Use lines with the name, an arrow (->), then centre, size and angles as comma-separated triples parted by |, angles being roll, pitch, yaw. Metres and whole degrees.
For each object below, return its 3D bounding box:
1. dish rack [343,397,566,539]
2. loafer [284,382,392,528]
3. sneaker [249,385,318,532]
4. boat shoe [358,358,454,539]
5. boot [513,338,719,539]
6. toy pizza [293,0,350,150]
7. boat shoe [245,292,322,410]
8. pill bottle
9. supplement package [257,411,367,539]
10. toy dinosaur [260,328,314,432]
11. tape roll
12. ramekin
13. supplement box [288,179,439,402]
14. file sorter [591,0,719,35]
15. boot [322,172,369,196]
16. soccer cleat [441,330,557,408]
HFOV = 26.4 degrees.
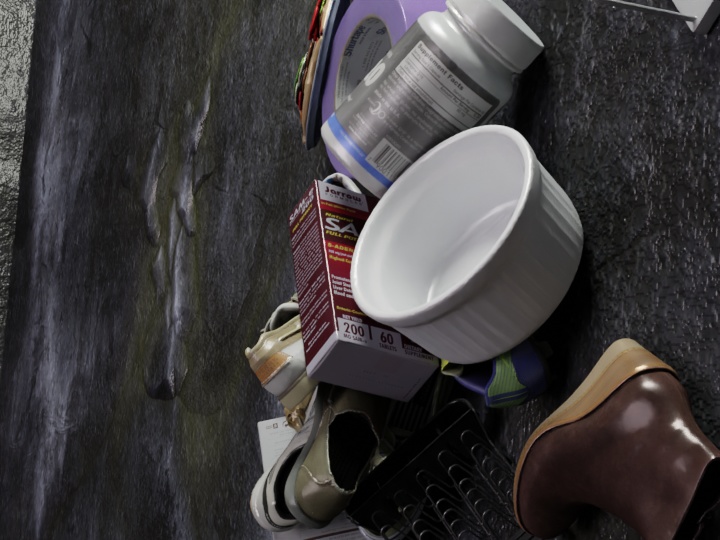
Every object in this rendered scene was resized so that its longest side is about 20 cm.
dish rack -> 0.084, 0.219, 1.339 | 0.153, 0.055, 0.200 | -43, 34, 2
loafer -> -0.004, 0.141, 1.393 | 0.070, 0.075, 0.200 | -31, 31, 46
sneaker -> -0.026, 0.163, 1.457 | 0.200, 0.076, 0.088 | -58, 6, -15
boat shoe -> 0.038, 0.161, 1.455 | 0.062, 0.072, 0.201 | 53, -128, -72
boot -> 0.193, 0.168, 1.172 | 0.200, 0.072, 0.167 | -65, 28, 25
toy pizza -> -0.046, -0.235, 1.730 | 0.200, 0.032, 0.201 | 13, -90, -88
boat shoe -> -0.050, 0.055, 1.446 | 0.075, 0.068, 0.200 | -45, 5, 23
pill bottle -> 0.068, -0.165, 1.414 | 0.200, 0.114, 0.114 | -47, 37, 14
supplement package -> -0.028, 0.252, 1.536 | 0.114, 0.109, 0.201 | 71, -172, -59
toy dinosaur -> -0.058, 0.085, 1.568 | 0.200, 0.101, 0.058 | -111, 1, -55
tape roll -> 0.038, -0.189, 1.580 | 0.200, 0.085, 0.201 | -24, 62, 60
ramekin -> 0.096, -0.017, 1.321 | 0.200, 0.098, 0.201 | -33, 35, 26
supplement box -> 0.000, 0.017, 1.420 | 0.061, 0.108, 0.200 | -53, 33, 37
file sorter -> 0.235, -0.307, 1.148 | 0.200, 0.124, 0.139 | -62, 33, 37
boot -> 0.000, 0.000, 1.554 | 0.073, 0.096, 0.201 | -23, 66, 11
soccer cleat -> 0.098, 0.058, 1.374 | 0.200, 0.083, 0.065 | 46, 154, 55
